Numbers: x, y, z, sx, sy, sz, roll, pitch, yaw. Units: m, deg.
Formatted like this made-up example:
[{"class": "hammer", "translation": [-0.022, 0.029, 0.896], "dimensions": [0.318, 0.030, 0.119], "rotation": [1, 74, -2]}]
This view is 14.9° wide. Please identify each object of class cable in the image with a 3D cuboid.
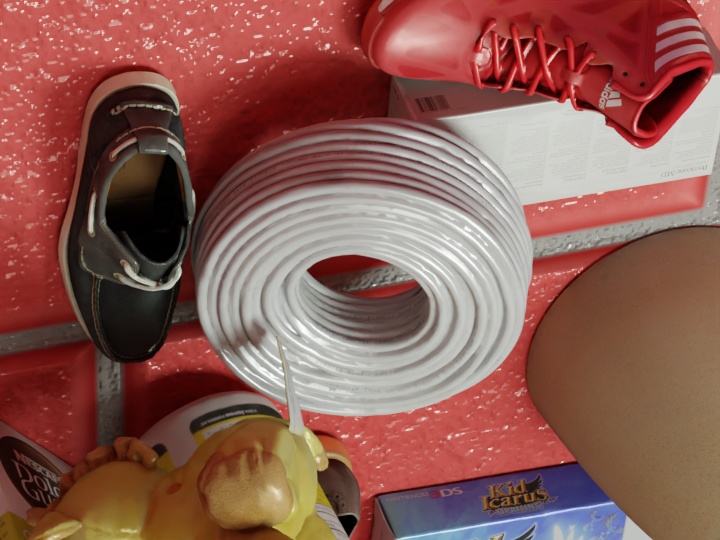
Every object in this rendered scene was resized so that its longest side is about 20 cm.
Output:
[{"class": "cable", "translation": [0.000, 0.000, 1.593], "dimensions": [0.199, 0.069, 0.201], "rotation": [3, 136, 3]}]

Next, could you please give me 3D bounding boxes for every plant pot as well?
[{"class": "plant pot", "translation": [0.226, 0.107, 1.748], "dimensions": [0.186, 0.200, 0.188], "rotation": [-12, 133, -13]}]

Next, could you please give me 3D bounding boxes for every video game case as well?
[{"class": "video game case", "translation": [0.100, 0.219, 1.904], "dimensions": [0.199, 0.046, 0.182], "rotation": [-8, 131, -17]}]

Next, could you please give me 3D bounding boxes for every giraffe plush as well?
[{"class": "giraffe plush", "translation": [-0.102, 0.150, 1.555], "dimensions": [0.161, 0.201, 0.173], "rotation": [-16, 149, 7]}]

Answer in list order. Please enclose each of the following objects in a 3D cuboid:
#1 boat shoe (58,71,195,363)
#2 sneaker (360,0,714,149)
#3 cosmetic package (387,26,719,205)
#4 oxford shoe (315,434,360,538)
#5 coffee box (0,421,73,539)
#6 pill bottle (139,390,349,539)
[{"class": "boat shoe", "translation": [-0.130, -0.016, 1.576], "dimensions": [0.071, 0.068, 0.201], "rotation": [-10, 135, -19]}, {"class": "sneaker", "translation": [0.108, -0.122, 1.548], "dimensions": [0.199, 0.116, 0.079], "rotation": [-11, 134, -14]}, {"class": "cosmetic package", "translation": [0.115, -0.087, 1.629], "dimensions": [0.199, 0.051, 0.083], "rotation": [-9, 133, -16]}, {"class": "oxford shoe", "translation": [-0.062, 0.201, 1.795], "dimensions": [0.071, 0.073, 0.200], "rotation": [10, 125, -31]}, {"class": "coffee box", "translation": [-0.219, 0.242, 1.675], "dimensions": [0.200, 0.198, 0.200], "rotation": [-41, 132, 12]}, {"class": "pill bottle", "translation": [-0.059, 0.182, 1.677], "dimensions": [0.111, 0.200, 0.112], "rotation": [-22, 149, -14]}]
